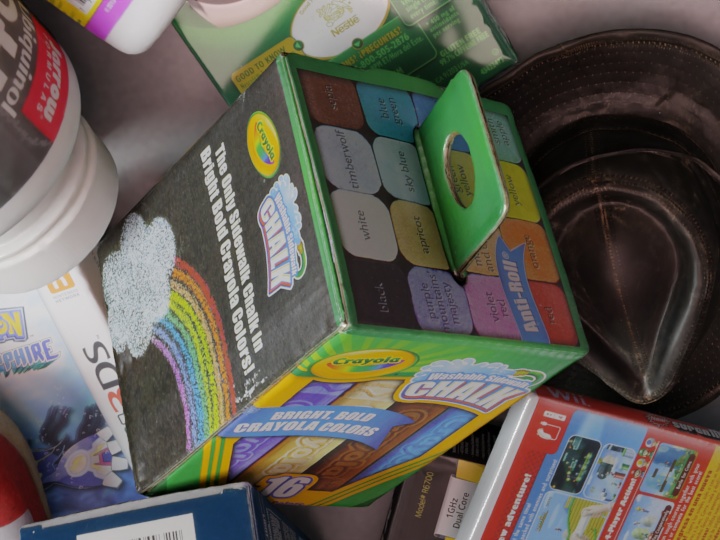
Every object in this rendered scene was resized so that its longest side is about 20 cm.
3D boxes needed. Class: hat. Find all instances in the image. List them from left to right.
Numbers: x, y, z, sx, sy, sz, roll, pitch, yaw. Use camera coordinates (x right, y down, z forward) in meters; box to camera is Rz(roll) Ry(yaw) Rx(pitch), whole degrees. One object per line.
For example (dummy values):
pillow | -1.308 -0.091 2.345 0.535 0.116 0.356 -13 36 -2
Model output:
hat | 0.117 0.001 0.754 0.199 0.081 0.201 1 119 1

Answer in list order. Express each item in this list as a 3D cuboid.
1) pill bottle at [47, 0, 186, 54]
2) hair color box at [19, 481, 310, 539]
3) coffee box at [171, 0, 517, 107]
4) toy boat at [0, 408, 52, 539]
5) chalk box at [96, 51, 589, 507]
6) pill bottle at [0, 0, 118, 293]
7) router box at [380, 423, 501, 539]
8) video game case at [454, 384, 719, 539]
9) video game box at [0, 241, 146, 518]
pill bottle | -0.137 -0.179 0.654 0.200 0.104 0.104 36 108 -11
hair color box | -0.072 0.150 0.767 0.100 0.200 0.061 -11 70 5
coffee box | -0.033 -0.144 0.743 0.123 0.044 0.200 -32 105 13
toy boat | -0.204 0.148 0.757 0.130 0.131 0.201 -8 121 4
chalk box | 0.000 0.000 0.694 0.124 0.125 0.200 8 147 -38
pill bottle | -0.175 -0.073 0.648 0.110 0.111 0.200 -23 144 12
router box | 0.074 0.180 0.848 0.148 0.051 0.201 13 112 -1
video game case | 0.140 0.138 0.786 0.199 0.017 0.144 15 110 -15
video game box | -0.185 0.083 0.821 0.199 0.047 0.183 -18 117 10
